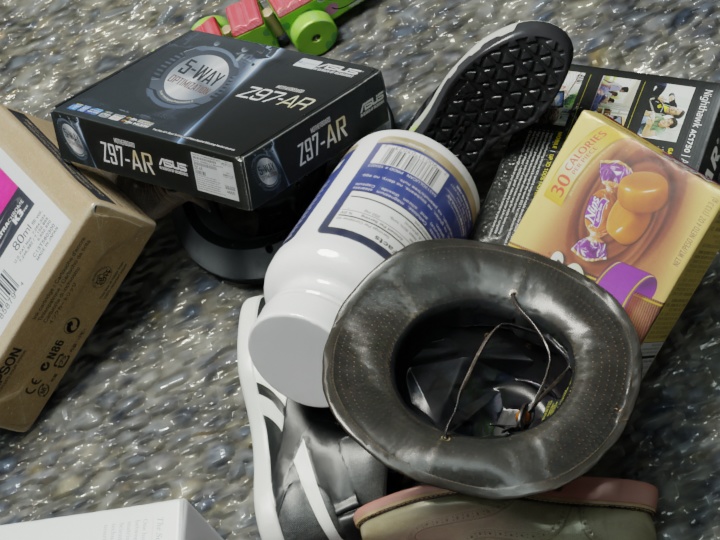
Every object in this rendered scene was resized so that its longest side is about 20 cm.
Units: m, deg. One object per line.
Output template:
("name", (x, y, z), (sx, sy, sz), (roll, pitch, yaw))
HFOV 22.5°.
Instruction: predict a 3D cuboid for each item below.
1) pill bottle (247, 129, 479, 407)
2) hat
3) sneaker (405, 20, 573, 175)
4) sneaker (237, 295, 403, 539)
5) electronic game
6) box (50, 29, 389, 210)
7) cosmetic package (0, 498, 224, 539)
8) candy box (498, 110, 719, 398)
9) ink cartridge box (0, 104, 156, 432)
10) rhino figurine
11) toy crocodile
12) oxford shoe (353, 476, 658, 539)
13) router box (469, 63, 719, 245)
("pill bottle", (0.000, 0.000, 1.263), (0.111, 0.111, 0.200), (6, 40, 26))
("hat", (0.078, 0.074, 1.160), (0.200, 0.081, 0.201), (-2, 58, 4))
("sneaker", (0.081, -0.129, 1.336), (0.200, 0.072, 0.083), (-44, 22, 39))
("sneaker", (-0.021, 0.102, 1.282), (0.111, 0.073, 0.201), (-14, 62, 10))
("electronic game", (-0.062, -0.080, 1.431), (0.199, 0.042, 0.201), (-15, 56, 23))
("box", (-0.105, -0.116, 1.348), (0.200, 0.044, 0.160), (17, 38, 37))
("cosmetic package", (-0.189, 0.275, 1.197), (0.199, 0.123, 0.200), (-10, 55, 18))
("candy box", (0.154, 0.009, 1.209), (0.117, 0.056, 0.200), (34, 103, 23))
("ink cartridge box", (-0.273, -0.004, 1.408), (0.165, 0.075, 0.200), (40, 102, 36))
("rhino figurine", (-0.171, -0.076, 1.436), (0.200, 0.060, 0.088), (-4, 62, 44))
("toy crocodile", (-0.085, -0.203, 1.511), (0.200, 0.062, 0.068), (-27, 52, 3))
("oxford shoe", (0.093, 0.175, 1.173), (0.199, 0.071, 0.074), (-4, 71, 13))
("router box", (0.171, -0.052, 1.309), (0.149, 0.051, 0.200), (11, 64, 26))
